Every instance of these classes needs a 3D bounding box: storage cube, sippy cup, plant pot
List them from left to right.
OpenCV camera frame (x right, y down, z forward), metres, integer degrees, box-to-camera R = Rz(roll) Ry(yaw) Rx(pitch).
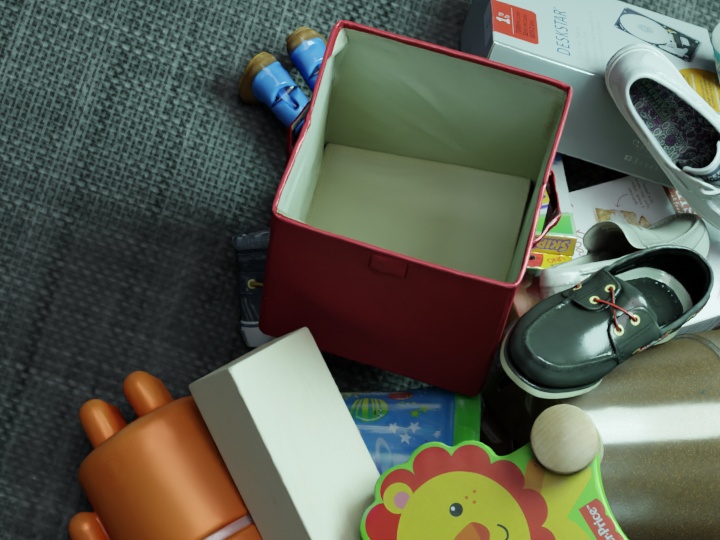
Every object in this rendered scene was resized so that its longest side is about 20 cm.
[{"bbox_3d":[0.019,0.146,1.632,0.129,0.140,0.179,7,55,-1],"label":"sippy cup"},{"bbox_3d":[0.037,-0.040,1.555,0.198,0.180,0.172,16,62,2],"label":"storage cube"},{"bbox_3d":[0.202,0.138,1.622,0.197,0.200,0.202,0,70,-25],"label":"plant pot"}]

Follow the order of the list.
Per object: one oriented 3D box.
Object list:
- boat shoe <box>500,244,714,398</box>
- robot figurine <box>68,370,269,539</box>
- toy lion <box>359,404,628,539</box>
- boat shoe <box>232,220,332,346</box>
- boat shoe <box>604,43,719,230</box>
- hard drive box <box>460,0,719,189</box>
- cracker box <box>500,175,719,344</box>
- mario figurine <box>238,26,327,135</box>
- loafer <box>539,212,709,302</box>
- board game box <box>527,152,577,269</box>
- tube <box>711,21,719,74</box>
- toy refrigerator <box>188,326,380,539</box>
[{"bbox_3d":[0.174,0.032,1.546,0.201,0.063,0.074,-22,66,-43],"label":"boat shoe"},{"bbox_3d":[-0.129,0.173,1.585,0.143,0.117,0.201,-25,77,-38],"label":"robot figurine"},{"bbox_3d":[0.104,0.197,1.477,0.191,0.069,0.201,-33,77,3],"label":"toy lion"},{"bbox_3d":[0.000,0.000,1.663,0.198,0.071,0.092,-8,97,7],"label":"boat shoe"},{"bbox_3d":[0.263,-0.090,1.678,0.072,0.069,0.200,-33,111,14],"label":"boat shoe"},{"bbox_3d":[0.185,-0.158,1.771,0.198,0.077,0.156,16,32,-9],"label":"hard drive box"},{"bbox_3d":[0.199,0.002,1.765,0.199,0.058,0.135,-16,74,-20],"label":"cracker box"},{"bbox_3d":[-0.015,-0.088,1.745,0.201,0.123,0.106,56,26,17],"label":"mario figurine"},{"bbox_3d":[0.204,-0.008,1.673,0.200,0.070,0.070,-32,109,-47],"label":"loafer"},{"bbox_3d":[0.114,-0.076,1.739,0.095,0.030,0.201,4,45,-9],"label":"board game box"},{"bbox_3d":[0.328,-0.128,1.789,0.050,0.200,0.078,21,64,32],"label":"tube"},{"bbox_3d":[-0.037,0.150,1.536,0.076,0.070,0.201,-28,92,-35],"label":"toy refrigerator"}]
